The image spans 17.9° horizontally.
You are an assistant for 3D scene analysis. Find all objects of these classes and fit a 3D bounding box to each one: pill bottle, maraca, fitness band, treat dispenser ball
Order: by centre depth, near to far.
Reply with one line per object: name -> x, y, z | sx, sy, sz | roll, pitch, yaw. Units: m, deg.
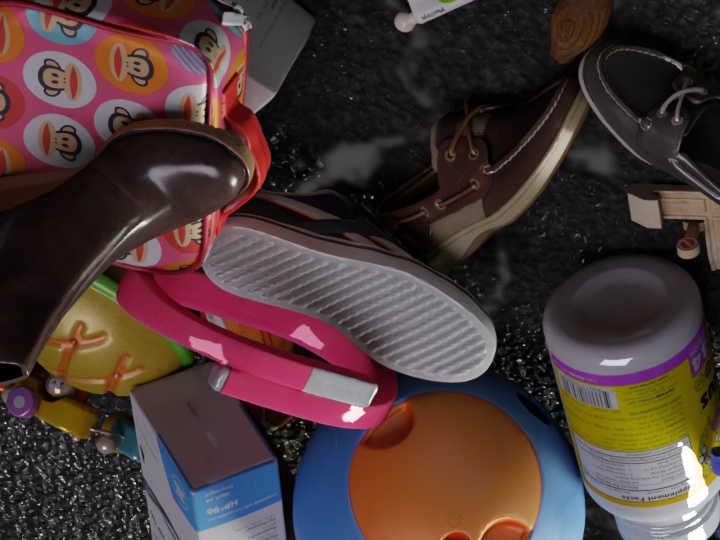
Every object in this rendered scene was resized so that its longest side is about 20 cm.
fitness band -> -0.063, 0.045, 1.462 | 0.199, 0.144, 0.038 | 20, 105, -30
pill bottle -> 0.188, 0.094, 1.508 | 0.104, 0.104, 0.200 | 1, 132, 23
treat dispenser ball -> 0.053, 0.163, 1.561 | 0.200, 0.201, 0.201 | 12, 135, 13
maraca -> -0.199, 0.016, 1.592 | 0.200, 0.107, 0.137 | 41, 153, -29

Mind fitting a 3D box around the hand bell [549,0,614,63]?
hand bell -> 0.142, -0.179, 1.298 | 0.104, 0.104, 0.200 | 25, 148, 0

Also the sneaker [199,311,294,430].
sneaker -> -0.068, 0.046, 1.598 | 0.077, 0.073, 0.200 | -27, 145, -8

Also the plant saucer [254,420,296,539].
plant saucer -> -0.071, 0.190, 1.685 | 0.029, 0.200, 0.201 | -19, 136, -18

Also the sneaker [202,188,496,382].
sneaker -> 0.000, 0.000, 1.474 | 0.199, 0.079, 0.079 | 25, 123, -2

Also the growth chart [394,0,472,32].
growth chart -> 0.007, -0.226, 1.346 | 0.144, 0.018, 0.200 | -26, 116, 40

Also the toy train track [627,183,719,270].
toy train track -> 0.262, -0.032, 1.407 | 0.199, 0.033, 0.115 | 2, 132, 20

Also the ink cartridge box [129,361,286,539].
ink cartridge box -> -0.103, 0.180, 1.613 | 0.068, 0.116, 0.201 | -20, 133, -17

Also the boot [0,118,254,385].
boot -> -0.161, 0.000, 1.294 | 0.199, 0.167, 0.072 | -12, 130, 26

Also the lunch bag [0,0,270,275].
lunch bag -> -0.138, -0.091, 1.369 | 0.175, 0.082, 0.200 | 16, 136, 6

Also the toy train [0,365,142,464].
toy train -> -0.199, 0.097, 1.700 | 0.199, 0.056, 0.150 | 25, 180, -5

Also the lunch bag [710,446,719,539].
lunch bag -> 0.323, 0.137, 1.456 | 0.199, 0.151, 0.094 | 8, 134, 16

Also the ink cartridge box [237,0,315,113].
ink cartridge box -> -0.151, -0.160, 1.429 | 0.200, 0.085, 0.144 | 38, 135, -16

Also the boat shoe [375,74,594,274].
boat shoe -> 0.073, -0.069, 1.430 | 0.072, 0.072, 0.200 | 36, 143, -9

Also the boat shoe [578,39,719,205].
boat shoe -> 0.217, -0.071, 1.346 | 0.200, 0.067, 0.057 | 42, 158, -4
